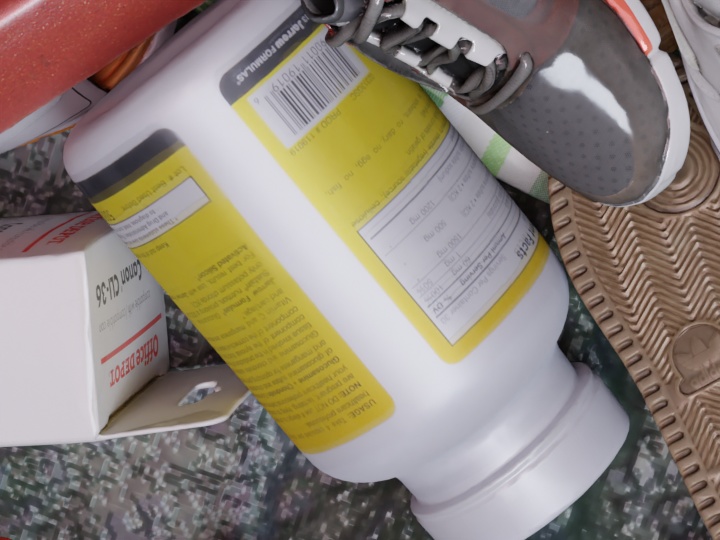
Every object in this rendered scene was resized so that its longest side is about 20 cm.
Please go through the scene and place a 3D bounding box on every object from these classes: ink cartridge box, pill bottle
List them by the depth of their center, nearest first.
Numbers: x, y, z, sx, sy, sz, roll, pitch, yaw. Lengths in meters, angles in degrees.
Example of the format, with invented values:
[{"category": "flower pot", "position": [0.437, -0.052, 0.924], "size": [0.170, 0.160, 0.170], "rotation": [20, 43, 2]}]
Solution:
[{"category": "pill bottle", "position": [0.000, 0.000, 0.841], "size": [0.112, 0.112, 0.200], "rotation": [-37, 101, 12]}, {"category": "ink cartridge box", "position": [-0.138, 0.019, 0.867], "size": [0.200, 0.116, 0.068], "rotation": [-3, 99, 8]}]

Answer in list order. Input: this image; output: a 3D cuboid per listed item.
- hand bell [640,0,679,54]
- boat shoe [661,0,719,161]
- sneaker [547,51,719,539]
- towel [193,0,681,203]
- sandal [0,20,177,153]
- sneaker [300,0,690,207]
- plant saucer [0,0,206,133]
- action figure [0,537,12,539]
[{"category": "hand bell", "position": [0.150, -0.141, 0.804], "size": [0.104, 0.104, 0.200], "rotation": [44, 101, 0]}, {"category": "boat shoe", "position": [0.127, -0.086, 0.758], "size": [0.072, 0.066, 0.200], "rotation": [-15, 99, 17]}, {"category": "sneaker", "position": [0.126, 0.022, 0.853], "size": [0.070, 0.108, 0.200], "rotation": [-24, 73, 13]}, {"category": "towel", "position": [0.033, -0.126, 0.869], "size": [0.200, 0.023, 0.153], "rotation": [27, 103, 1]}, {"category": "sandal", "position": [-0.157, -0.066, 0.880], "size": [0.206, 0.059, 0.079], "rotation": [-28, 95, 16]}, {"category": "sneaker", "position": [0.016, -0.084, 0.779], "size": [0.200, 0.082, 0.077], "rotation": [44, 138, -4]}, {"category": "plant saucer", "position": [-0.135, -0.158, 0.838], "size": [0.199, 0.037, 0.200], "rotation": [-33, 80, 0]}, {"category": "action figure", "position": [-0.192, 0.176, 0.935], "size": [0.065, 0.052, 0.200], "rotation": [32, 107, 8]}]
